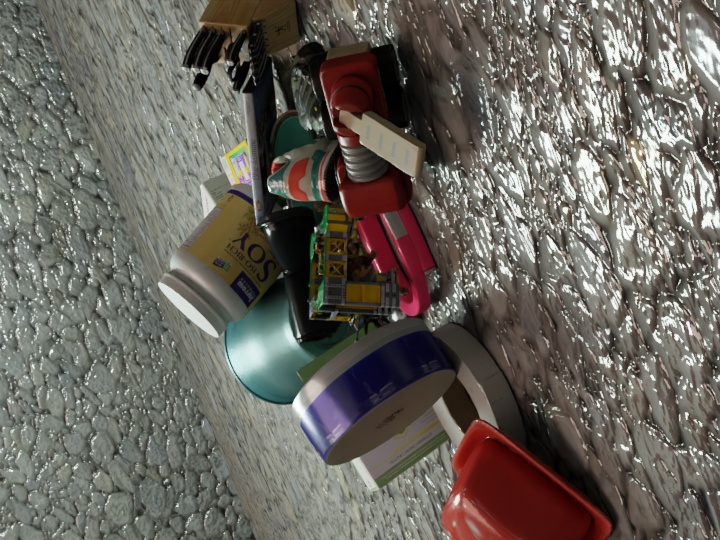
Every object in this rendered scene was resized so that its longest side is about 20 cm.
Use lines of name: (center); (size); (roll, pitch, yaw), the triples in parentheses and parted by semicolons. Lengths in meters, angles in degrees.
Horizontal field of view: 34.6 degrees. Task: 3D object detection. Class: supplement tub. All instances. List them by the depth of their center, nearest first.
supplement tub: (-0.197, -0.015, 1.756); (0.145, 0.201, 0.146); (36, 165, 12)

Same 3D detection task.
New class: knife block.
knife block: (-0.176, -0.313, 1.499); (0.200, 0.174, 0.065); (50, 157, 37)

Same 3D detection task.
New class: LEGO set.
LEGO set: (0.000, 0.000, 1.487); (0.200, 0.114, 0.156); (116, 156, -67)

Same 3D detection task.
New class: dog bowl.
dog bowl: (0.017, 0.150, 1.422); (0.079, 0.198, 0.201); (54, 160, 19)

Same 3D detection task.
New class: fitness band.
fitness band: (0.040, -0.039, 1.493); (0.203, 0.037, 0.143); (67, 165, -3)

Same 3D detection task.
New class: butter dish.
butter dish: (0.166, 0.303, 1.355); (0.199, 0.148, 0.200); (37, 156, 12)

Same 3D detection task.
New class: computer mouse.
computer mouse: (0.038, 0.065, 1.636); (0.059, 0.034, 0.200); (63, 163, 1)

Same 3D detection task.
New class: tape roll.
tape roll: (0.140, 0.165, 1.477); (0.204, 0.037, 0.204); (53, 158, 32)

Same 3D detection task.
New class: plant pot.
plant pot: (-0.090, 0.094, 1.802); (0.187, 0.198, 0.202); (-29, 88, 59)

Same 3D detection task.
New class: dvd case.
dvd case: (-0.137, -0.185, 1.645); (0.143, 0.017, 0.203); (-78, -14, -60)

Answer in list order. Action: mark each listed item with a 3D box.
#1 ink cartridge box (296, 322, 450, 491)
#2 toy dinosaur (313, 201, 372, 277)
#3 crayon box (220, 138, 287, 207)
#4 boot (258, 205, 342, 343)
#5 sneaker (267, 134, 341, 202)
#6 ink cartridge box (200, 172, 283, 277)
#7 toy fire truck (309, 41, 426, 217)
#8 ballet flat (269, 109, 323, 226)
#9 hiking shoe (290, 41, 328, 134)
ink cartridge box: (0.022, 0.187, 1.637); (0.202, 0.144, 0.048); (57, 158, 5)
toy dinosaur: (-0.027, -0.032, 1.684); (0.201, 0.060, 0.107); (82, 168, -56)
crayon box: (-0.159, -0.151, 1.858); (0.120, 0.058, 0.200); (66, 162, -5)
boot: (-0.080, 0.011, 1.619); (0.200, 0.075, 0.171); (66, -170, -78)
sneaker: (-0.060, -0.137, 1.425); (0.200, 0.092, 0.071); (-68, -24, -65)
ink cartridge box: (-0.199, -0.060, 2.052); (0.201, 0.083, 0.146); (55, 160, 25)
toy fire truck: (0.017, -0.129, 1.231); (0.201, 0.126, 0.178); (-83, -18, -56)
ballet flat: (-0.094, -0.154, 1.678); (0.072, 0.068, 0.202); (-108, 5, -52)
hiking shoe: (-0.049, -0.227, 1.420); (0.102, 0.075, 0.200); (65, 163, -14)
